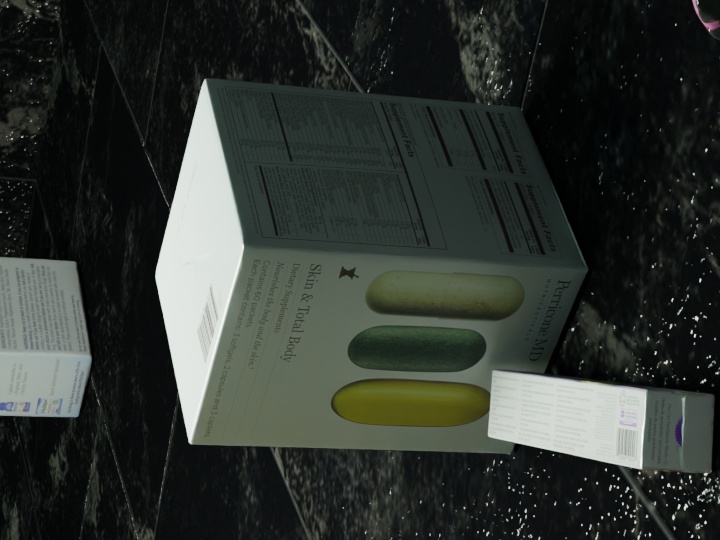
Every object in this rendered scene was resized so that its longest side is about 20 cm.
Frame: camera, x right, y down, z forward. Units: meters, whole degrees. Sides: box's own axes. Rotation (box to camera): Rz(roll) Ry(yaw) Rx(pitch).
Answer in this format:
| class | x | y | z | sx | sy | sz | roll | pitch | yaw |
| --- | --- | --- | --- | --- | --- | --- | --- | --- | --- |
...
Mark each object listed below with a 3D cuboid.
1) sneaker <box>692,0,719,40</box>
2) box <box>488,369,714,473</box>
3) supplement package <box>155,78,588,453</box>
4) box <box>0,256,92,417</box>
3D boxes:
| class | x | y | z | sx | sy | sz | roll | pitch | yaw |
| --- | --- | --- | --- | --- | --- | --- | --- | --- | --- |
| sneaker | 0.176 | -0.205 | 0.907 | 0.086 | 0.080 | 0.201 | -106 | 30 | -70 |
| box | 0.121 | 0.076 | 1.069 | 0.200 | 0.038 | 0.042 | 178 | 97 | -72 |
| supplement package | 0.000 | 0.000 | 1.195 | 0.151 | 0.199 | 0.152 | -107 | 27 | -47 |
| box | -0.443 | 0.080 | 2.534 | 0.184 | 0.199 | 0.105 | -108 | 28 | -48 |
